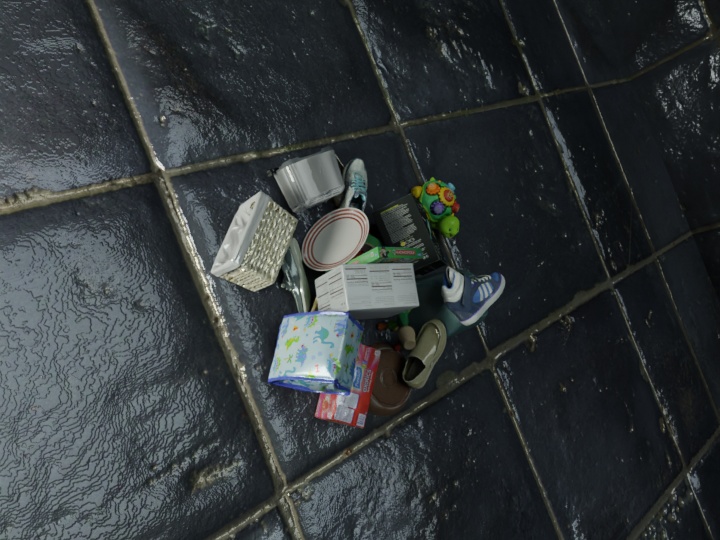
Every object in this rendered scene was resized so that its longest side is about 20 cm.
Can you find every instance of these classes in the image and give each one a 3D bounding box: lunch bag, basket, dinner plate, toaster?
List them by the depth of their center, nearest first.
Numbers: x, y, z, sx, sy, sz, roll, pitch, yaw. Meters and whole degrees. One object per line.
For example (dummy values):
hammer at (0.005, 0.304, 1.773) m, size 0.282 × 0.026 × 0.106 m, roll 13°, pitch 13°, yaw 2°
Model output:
lunch bag at (-0.110, 0.189, 1.337) m, size 0.128 × 0.199 × 0.171 m, roll 54°, pitch 42°, yaw -55°
basket at (-0.250, -0.064, 1.388) m, size 0.123 × 0.135 × 0.201 m, roll 30°, pitch 62°, yaw -27°
dinner plate at (-0.063, -0.078, 1.491) m, size 0.024 × 0.199 × 0.201 m, roll 48°, pitch 52°, yaw -43°
toaster at (-0.137, -0.237, 1.528) m, size 0.199 × 0.113 × 0.130 m, roll -27°, pitch 95°, yaw -33°

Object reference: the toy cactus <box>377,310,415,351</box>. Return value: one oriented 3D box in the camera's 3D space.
toy cactus at (0.107, 0.146, 1.544) m, size 0.102 × 0.165 × 0.201 m, roll 0°, pitch 120°, yaw -8°

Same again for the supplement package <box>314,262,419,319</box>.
supplement package at (0.013, 0.055, 1.408) m, size 0.199 × 0.156 × 0.112 m, roll -1°, pitch 75°, yaw -30°

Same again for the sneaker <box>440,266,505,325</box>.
sneaker at (0.290, 0.030, 1.520) m, size 0.200 × 0.080 × 0.147 m, roll -46°, pitch 108°, yaw -29°

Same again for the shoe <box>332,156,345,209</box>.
shoe at (-0.056, -0.243, 1.622) m, size 0.070 × 0.053 × 0.201 m, roll -30°, pitch 95°, yaw -36°

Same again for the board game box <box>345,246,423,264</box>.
board game box at (0.041, -0.016, 1.431) m, size 0.134 × 0.200 × 0.029 m, roll 1°, pitch 75°, yaw -35°

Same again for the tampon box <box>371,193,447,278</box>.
tampon box at (0.139, -0.089, 1.618) m, size 0.201 × 0.126 × 0.150 m, roll 68°, pitch 14°, yaw 11°

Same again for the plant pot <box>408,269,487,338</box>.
plant pot at (0.244, 0.099, 1.645) m, size 0.195 × 0.200 × 0.197 m, roll -16°, pitch 87°, yaw -37°

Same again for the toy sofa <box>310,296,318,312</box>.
toy sofa at (-0.110, 0.177, 1.461) m, size 0.082 × 0.098 × 0.201 m, roll 19°, pitch 65°, yaw -3°

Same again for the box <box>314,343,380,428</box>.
box at (-0.031, 0.284, 1.454) m, size 0.099 × 0.095 × 0.201 m, roll 22°, pitch 71°, yaw -26°

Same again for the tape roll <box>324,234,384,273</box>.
tape roll at (0.000, 0.000, 1.552) m, size 0.200 × 0.048 × 0.202 m, roll 10°, pitch 71°, yaw -32°

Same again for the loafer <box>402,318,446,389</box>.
loafer at (0.170, 0.225, 1.548) m, size 0.068 × 0.075 × 0.201 m, roll 13°, pitch 97°, yaw -59°

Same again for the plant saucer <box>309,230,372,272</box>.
plant saucer at (-0.019, -0.041, 1.603) m, size 0.200 × 0.037 × 0.200 m, roll -28°, pitch 93°, yaw -36°

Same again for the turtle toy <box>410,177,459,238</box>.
turtle toy at (0.250, -0.196, 1.791) m, size 0.145 × 0.101 × 0.201 m, roll -8°, pitch 81°, yaw -36°

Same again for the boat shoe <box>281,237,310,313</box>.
boat shoe at (-0.173, 0.021, 1.476) m, size 0.061 × 0.073 × 0.201 m, roll -12°, pitch 91°, yaw 7°

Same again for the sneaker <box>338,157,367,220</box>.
sneaker at (-0.006, -0.213, 1.570) m, size 0.077 × 0.086 × 0.201 m, roll 10°, pitch 81°, yaw -23°

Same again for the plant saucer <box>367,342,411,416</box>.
plant saucer at (0.070, 0.294, 1.573) m, size 0.199 × 0.034 × 0.201 m, roll 10°, pitch 73°, yaw -32°
